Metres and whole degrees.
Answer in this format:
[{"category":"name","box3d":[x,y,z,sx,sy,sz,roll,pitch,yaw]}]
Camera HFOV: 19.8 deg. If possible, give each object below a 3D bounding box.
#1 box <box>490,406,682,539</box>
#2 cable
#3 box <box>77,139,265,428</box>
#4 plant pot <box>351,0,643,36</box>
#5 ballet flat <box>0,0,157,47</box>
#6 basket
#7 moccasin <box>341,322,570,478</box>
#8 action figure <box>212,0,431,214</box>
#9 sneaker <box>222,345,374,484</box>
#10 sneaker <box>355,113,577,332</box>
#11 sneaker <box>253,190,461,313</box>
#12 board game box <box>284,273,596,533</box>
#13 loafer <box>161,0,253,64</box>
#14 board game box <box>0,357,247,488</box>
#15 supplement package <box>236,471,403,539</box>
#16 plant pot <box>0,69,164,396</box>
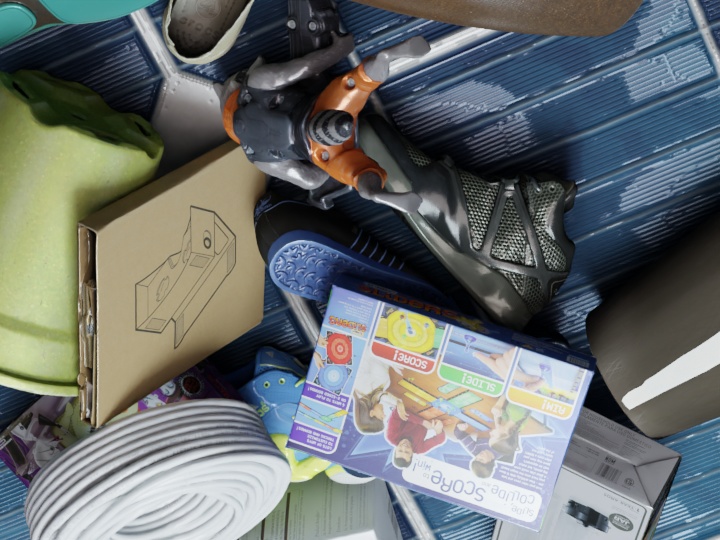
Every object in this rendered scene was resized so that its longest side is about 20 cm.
[{"category":"box","box3d":[0.169,0.197,1.615,0.116,0.060,0.200,25,141,15]},{"category":"cable","box3d":[-0.152,0.168,1.547,0.200,0.069,0.200,-17,153,-15]},{"category":"box","box3d":[-0.136,0.003,1.511,0.021,0.200,0.164,21,123,28]},{"category":"plant pot","box3d":[0.097,-0.236,1.392,0.200,0.187,0.187,21,118,-25]},{"category":"ballet flat","box3d":[-0.226,-0.205,1.461,0.200,0.071,0.067,-16,148,18]},{"category":"basket","box3d":[0.282,0.034,1.546,0.200,0.136,0.180,-32,121,21]},{"category":"moccasin","box3d":[0.069,0.092,1.576,0.200,0.068,0.081,-33,99,-11]},{"category":"action figure","box3d":[-0.036,-0.131,1.453,0.104,0.193,0.200,-17,105,-39]},{"category":"sneaker","box3d":[-0.037,0.111,1.624,0.200,0.076,0.105,-9,117,7]},{"category":"sneaker","box3d":[0.085,-0.059,1.536,0.114,0.076,0.199,-44,93,-2]},{"category":"sneaker","box3d":[0.000,0.000,1.574,0.070,0.078,0.200,-44,130,19]},{"category":"board game box","box3d":[0.058,0.098,1.512,0.200,0.034,0.136,19,108,5]},{"category":"loafer","box3d":[-0.088,-0.228,1.449,0.076,0.068,0.200,16,117,-7]},{"category":"board game box","box3d":[-0.192,0.124,1.633,0.120,0.032,0.200,46,118,-7]},{"category":"supplement package","box3d":[-0.070,0.242,1.675,0.200,0.110,0.114,-12,117,8]},{"category":"plant pot","box3d":[-0.236,-0.038,1.501,0.200,0.200,0.184,24,105,-11]}]
